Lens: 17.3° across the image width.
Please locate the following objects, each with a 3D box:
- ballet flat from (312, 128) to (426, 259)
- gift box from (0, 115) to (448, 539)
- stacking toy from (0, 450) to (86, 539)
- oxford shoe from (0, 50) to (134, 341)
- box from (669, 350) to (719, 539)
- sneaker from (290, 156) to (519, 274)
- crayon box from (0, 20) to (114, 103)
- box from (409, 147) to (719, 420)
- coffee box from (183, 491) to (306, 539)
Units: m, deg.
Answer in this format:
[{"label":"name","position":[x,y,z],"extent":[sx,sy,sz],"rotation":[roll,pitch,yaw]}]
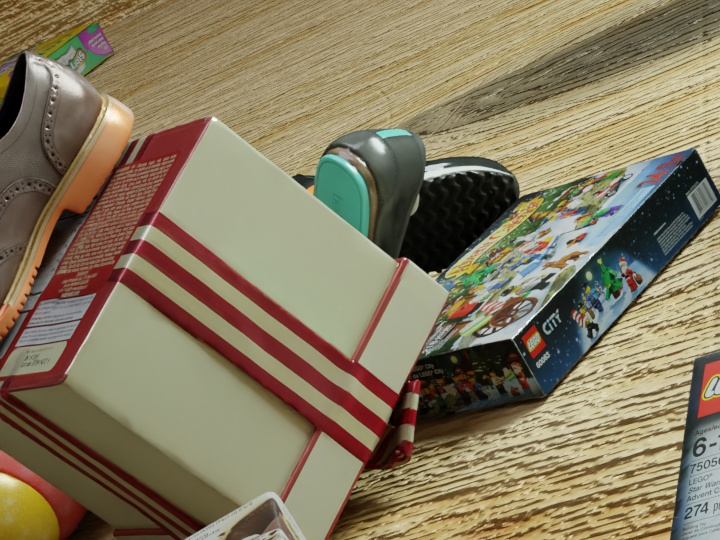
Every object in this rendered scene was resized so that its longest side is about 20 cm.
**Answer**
[{"label":"ballet flat","position":[0.000,0.000,1.317],"extent":[0.068,0.068,0.200],"rotation":[-30,-28,-38]},{"label":"gift box","position":[-0.089,0.059,1.200],"extent":[0.185,0.187,0.200],"rotation":[-4,53,60]},{"label":"stacking toy","position":[-0.216,0.138,1.347],"extent":[0.146,0.146,0.200],"rotation":[-22,33,28]},{"label":"oxford shoe","position":[-0.195,-0.017,1.176],"extent":[0.071,0.073,0.200],"rotation":[-2,55,60]},{"label":"box","position":[0.199,0.068,0.803],"extent":[0.200,0.040,0.137],"rotation":[-20,40,35]},{"label":"sneaker","position":[-0.007,-0.037,1.398],"extent":[0.200,0.070,0.090],"rotation":[-19,40,-15]},{"label":"crayon box","position":[-0.453,-0.250,3.159],"extent":[0.172,0.058,0.200],"rotation":[-18,19,38]},{"label":"box","position":[0.094,0.010,1.294],"extent":[0.137,0.038,0.200],"rotation":[-15,21,45]},{"label":"coffee box","position":[-0.056,0.176,0.945],"extent":[0.113,0.080,0.200],"rotation":[-30,15,0]}]
